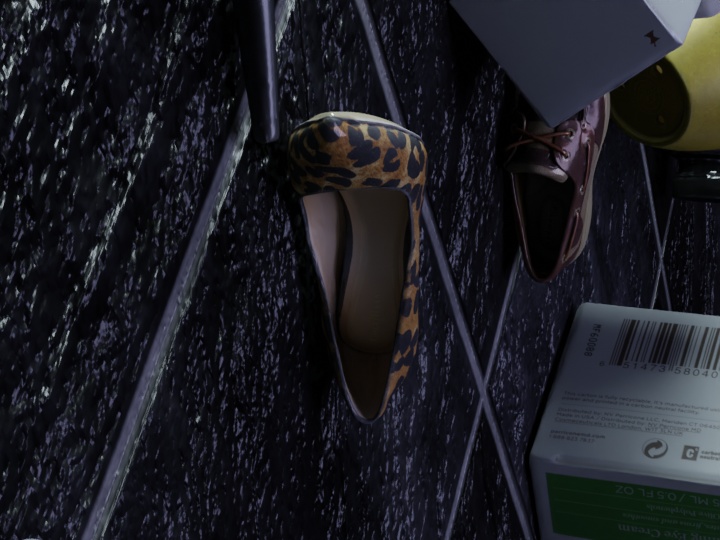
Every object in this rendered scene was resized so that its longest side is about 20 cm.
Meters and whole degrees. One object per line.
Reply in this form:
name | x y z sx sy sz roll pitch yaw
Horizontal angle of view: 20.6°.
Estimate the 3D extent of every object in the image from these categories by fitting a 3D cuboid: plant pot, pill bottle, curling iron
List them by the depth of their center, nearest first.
curling iron | -0.052 -0.157 0.936 0.050 0.025 0.201 -131 -142 -62
plant pot | 0.289 -0.184 1.740 0.142 0.199 0.201 -34 130 -34
pill bottle | 0.374 -0.173 2.063 0.112 0.111 0.201 5 89 -71

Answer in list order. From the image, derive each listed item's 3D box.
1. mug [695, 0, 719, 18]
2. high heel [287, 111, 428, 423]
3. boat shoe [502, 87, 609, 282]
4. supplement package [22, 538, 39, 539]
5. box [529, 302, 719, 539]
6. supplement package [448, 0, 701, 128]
mug | 0.215 -0.254 1.514 0.186 0.152 0.150 -13 107 -70
high heel | 0.000 0.000 1.053 0.200 0.071 0.143 56 35 -75
boat shoe | 0.141 -0.087 1.464 0.072 0.072 0.201 -50 146 -62
supplement package | -0.102 0.213 0.687 0.200 0.146 0.193 -16 109 -70
box | 0.264 0.160 1.675 0.200 0.198 0.172 -65 152 -43
supplement package | 0.162 -0.211 1.363 0.117 0.117 0.200 50 34 -14
